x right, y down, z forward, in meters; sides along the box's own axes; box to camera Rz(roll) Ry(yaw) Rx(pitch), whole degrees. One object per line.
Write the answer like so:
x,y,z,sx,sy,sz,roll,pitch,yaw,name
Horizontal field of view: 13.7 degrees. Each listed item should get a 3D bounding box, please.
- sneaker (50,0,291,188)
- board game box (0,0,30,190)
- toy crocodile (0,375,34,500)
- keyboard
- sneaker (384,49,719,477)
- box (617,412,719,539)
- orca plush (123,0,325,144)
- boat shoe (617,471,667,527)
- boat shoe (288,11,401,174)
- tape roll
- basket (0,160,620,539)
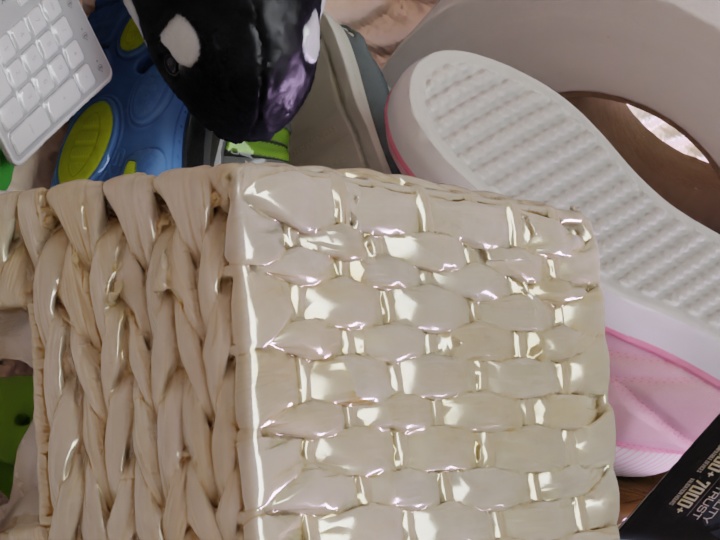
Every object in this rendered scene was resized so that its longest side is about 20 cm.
-0.055,-0.039,0.996,0.083,0.071,0.200,50,50,-49,sneaker
-0.130,-0.129,0.926,0.095,0.030,0.200,34,54,-50,board game box
-0.062,0.095,0.971,0.200,0.062,0.068,44,50,-52,toy crocodile
-0.130,-0.129,0.893,0.056,0.011,0.200,-54,127,-47,keyboard
0.064,0.009,1.039,0.200,0.105,0.075,33,44,-27,sneaker
0.132,0.172,0.973,0.164,0.086,0.200,-45,132,-22,box
-0.036,-0.146,0.948,0.105,0.071,0.200,14,68,-16,orca plush
0.106,0.111,1.109,0.200,0.072,0.072,2,102,-59,boat shoe
0.000,0.000,1.036,0.062,0.073,0.200,34,37,-51,boat shoe
0.116,-0.050,1.140,0.139,0.202,0.203,-51,127,-49,tape roll
-0.024,0.043,0.865,0.200,0.123,0.136,5,79,-53,basket
